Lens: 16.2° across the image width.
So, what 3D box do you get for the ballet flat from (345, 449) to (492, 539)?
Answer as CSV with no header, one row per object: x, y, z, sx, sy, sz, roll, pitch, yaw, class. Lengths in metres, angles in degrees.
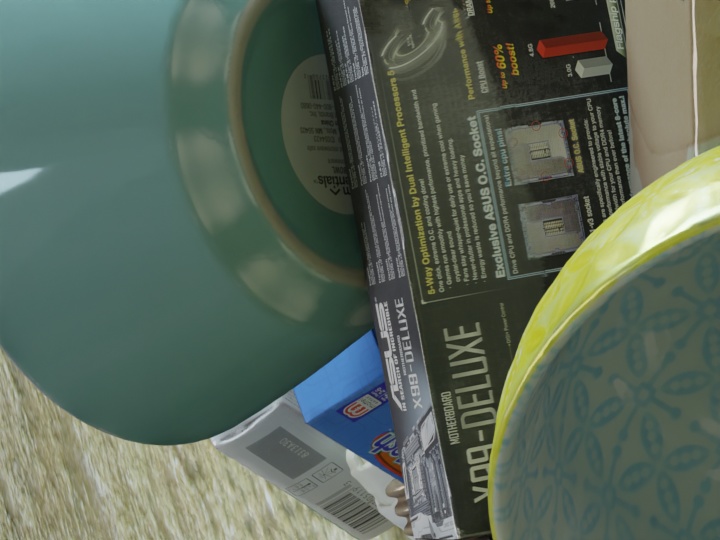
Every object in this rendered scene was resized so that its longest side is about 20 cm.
0.016,0.066,1.254,0.069,0.069,0.200,145,113,-70,ballet flat

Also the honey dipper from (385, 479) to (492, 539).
0.004,0.047,1.201,0.200,0.038,0.038,65,161,0,honey dipper

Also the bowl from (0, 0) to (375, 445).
-0.044,-0.043,0.909,0.105,0.201,0.201,-13,86,41,bowl

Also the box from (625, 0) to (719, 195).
0.127,-0.111,0.783,0.095,0.078,0.200,-116,22,-73,box

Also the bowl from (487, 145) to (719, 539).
0.135,0.028,0.722,0.108,0.200,0.200,-87,1,-54,bowl

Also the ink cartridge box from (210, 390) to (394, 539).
-0.050,0.029,1.328,0.161,0.050,0.200,39,-158,-53,ink cartridge box

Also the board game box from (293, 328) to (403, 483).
0.000,0.000,1.111,0.152,0.045,0.200,37,-153,-52,board game box

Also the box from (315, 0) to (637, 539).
0.080,-0.018,0.872,0.050,0.158,0.200,163,96,-72,box
